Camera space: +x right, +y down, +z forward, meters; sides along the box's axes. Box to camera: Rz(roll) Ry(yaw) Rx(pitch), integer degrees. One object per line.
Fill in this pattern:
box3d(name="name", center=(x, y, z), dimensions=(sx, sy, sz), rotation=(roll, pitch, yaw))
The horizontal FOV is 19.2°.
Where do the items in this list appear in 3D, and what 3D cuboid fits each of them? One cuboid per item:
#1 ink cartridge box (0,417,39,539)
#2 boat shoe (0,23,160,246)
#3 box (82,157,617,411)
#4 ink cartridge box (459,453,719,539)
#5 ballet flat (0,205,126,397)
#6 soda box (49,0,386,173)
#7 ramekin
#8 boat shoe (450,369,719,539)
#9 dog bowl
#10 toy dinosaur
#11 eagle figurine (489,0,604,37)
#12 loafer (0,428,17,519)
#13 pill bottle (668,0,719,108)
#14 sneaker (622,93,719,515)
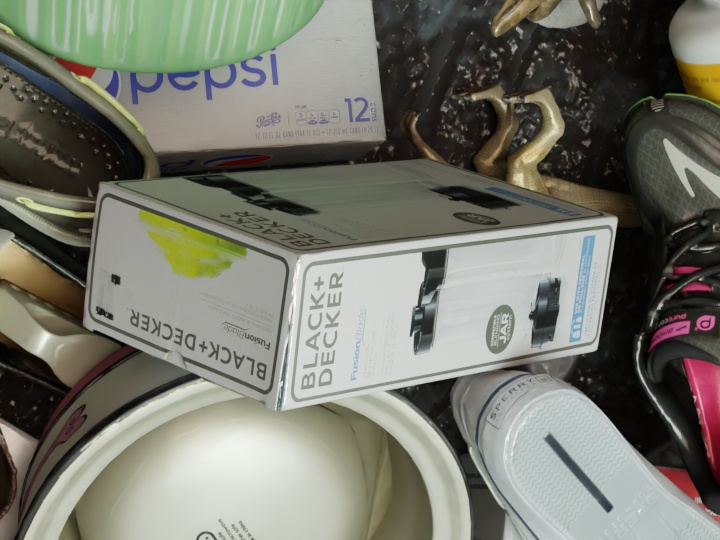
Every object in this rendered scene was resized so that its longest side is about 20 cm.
box3d(name="ink cartridge box", center=(-0.257, 0.106, 0.906), dimensions=(0.199, 0.045, 0.177), rotation=(31, 78, -10))
box3d(name="boat shoe", center=(-0.171, -0.075, 0.852), dimensions=(0.201, 0.060, 0.073), rotation=(28, 74, -13))
box3d(name="box", center=(0.000, 0.000, 0.863), dimensions=(0.199, 0.116, 0.061), rotation=(-7, 111, -46))
box3d(name="ink cartridge box", center=(0.115, 0.190, 0.975), dimensions=(0.143, 0.084, 0.202), rotation=(6, 84, -14))
box3d(name="ballet flat", center=(-0.155, 0.007, 0.899), dimensions=(0.199, 0.068, 0.068), rotation=(28, 96, -28))
box3d(name="soda box", center=(-0.092, -0.080, 0.953), dimensions=(0.198, 0.063, 0.069), rotation=(-5, 85, -15))
box3d(name="ramekin", center=(-0.092, -0.173, 0.899), dimensions=(0.198, 0.098, 0.201), rotation=(7, 42, -6))
box3d(name="boat shoe", center=(0.109, 0.110, 0.903), dimensions=(0.073, 0.067, 0.201), rotation=(-39, 117, -10))
box3d(name="dog bowl", center=(-0.056, 0.108, 0.905), dimensions=(0.198, 0.074, 0.202), rotation=(-8, 121, -14))
box3d(name="toy dinosaur", center=(0.072, -0.036, 1.007), dimensions=(0.198, 0.058, 0.102), rotation=(-11, 103, -7))
box3d(name="eagle figurine", center=(0.057, -0.213, 0.988), dimensions=(0.200, 0.151, 0.151), rotation=(43, 30, 22))
box3d(name="loafer", center=(-0.193, 0.054, 0.825), dimensions=(0.073, 0.071, 0.200), rotation=(-39, 136, -5))
box3d(name="pill bottle", center=(0.211, -0.077, 0.985), dimensions=(0.109, 0.109, 0.201), rotation=(-28, 109, -15))
box3d(name="sneaker", center=(0.157, 0.015, 0.922), dimensions=(0.084, 0.076, 0.202), rotation=(5, 67, -58))
